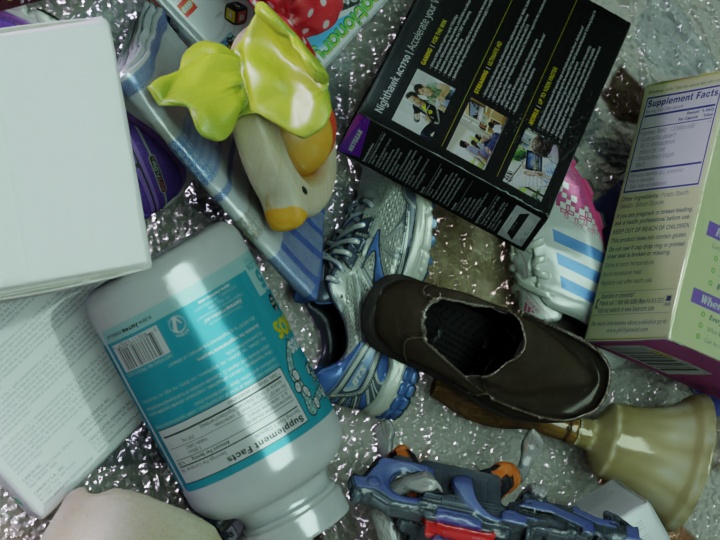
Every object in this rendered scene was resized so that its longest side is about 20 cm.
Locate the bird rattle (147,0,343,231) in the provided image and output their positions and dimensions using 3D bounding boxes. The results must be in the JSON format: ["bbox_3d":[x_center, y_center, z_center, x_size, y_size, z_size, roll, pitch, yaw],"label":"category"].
[{"bbox_3d":[-0.059,-0.115,1.356,0.112,0.200,0.164,-12,110,10],"label":"bird rattle"}]

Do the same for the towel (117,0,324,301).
[{"bbox_3d":[-0.089,-0.081,1.379,0.024,0.147,0.200,-35,108,14],"label":"towel"}]

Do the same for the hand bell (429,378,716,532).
[{"bbox_3d":[0.145,0.112,1.505,0.199,0.104,0.105,17,78,-11],"label":"hand bell"}]

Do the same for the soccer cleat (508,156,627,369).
[{"bbox_3d":[0.137,-0.013,1.510,0.086,0.070,0.201,-33,99,-24],"label":"soccer cleat"}]

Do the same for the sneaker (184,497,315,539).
[{"bbox_3d":[-0.077,0.170,1.401,0.080,0.074,0.201,-3,80,-16],"label":"sneaker"}]

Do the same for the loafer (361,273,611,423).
[{"bbox_3d":[0.095,0.061,1.417,0.199,0.071,0.073,18,87,-28],"label":"loafer"}]

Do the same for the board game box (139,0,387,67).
[{"bbox_3d":[-0.046,-0.214,1.466,0.126,0.035,0.200,47,69,-13],"label":"board game box"}]

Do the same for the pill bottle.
[{"bbox_3d":[-0.083,0.079,1.317,0.110,0.111,0.201,-30,96,-24],"label":"pill bottle"}]

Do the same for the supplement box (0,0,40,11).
[{"bbox_3d":[-0.186,-0.236,1.355,0.199,0.109,0.061,-21,135,-28],"label":"supplement box"}]

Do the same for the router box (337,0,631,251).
[{"bbox_3d":[0.090,-0.131,1.460,0.149,0.051,0.201,29,54,-3],"label":"router box"}]

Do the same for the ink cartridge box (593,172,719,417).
[{"bbox_3d":[0.294,-0.024,1.599,0.200,0.047,0.198,-41,102,-25],"label":"ink cartridge box"}]

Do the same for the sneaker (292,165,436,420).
[{"bbox_3d":[0.000,0.000,1.445,0.085,0.077,0.201,7,81,-20],"label":"sneaker"}]

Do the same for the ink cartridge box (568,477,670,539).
[{"bbox_3d":[0.146,0.276,1.448,0.199,0.084,0.176,-31,100,-6],"label":"ink cartridge box"}]

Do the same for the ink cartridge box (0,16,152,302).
[{"bbox_3d":[-0.215,-0.055,1.220,0.144,0.200,0.148,-11,91,-14],"label":"ink cartridge box"}]

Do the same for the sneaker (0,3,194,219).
[{"bbox_3d":[-0.196,-0.108,1.366,0.200,0.081,0.084,40,81,-13],"label":"sneaker"}]

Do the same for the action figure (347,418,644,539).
[{"bbox_3d":[0.083,0.175,1.388,0.199,0.194,0.105,16,116,0],"label":"action figure"}]

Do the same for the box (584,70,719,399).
[{"bbox_3d":[0.276,-0.016,1.503,0.175,0.096,0.201,22,77,-29],"label":"box"}]

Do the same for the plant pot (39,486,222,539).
[{"bbox_3d":[-0.159,0.244,1.297,0.200,0.200,0.184,31,61,-19],"label":"plant pot"}]

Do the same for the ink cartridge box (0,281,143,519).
[{"bbox_3d":[-0.218,0.035,1.353,0.161,0.050,0.200,-44,100,-19],"label":"ink cartridge box"}]
